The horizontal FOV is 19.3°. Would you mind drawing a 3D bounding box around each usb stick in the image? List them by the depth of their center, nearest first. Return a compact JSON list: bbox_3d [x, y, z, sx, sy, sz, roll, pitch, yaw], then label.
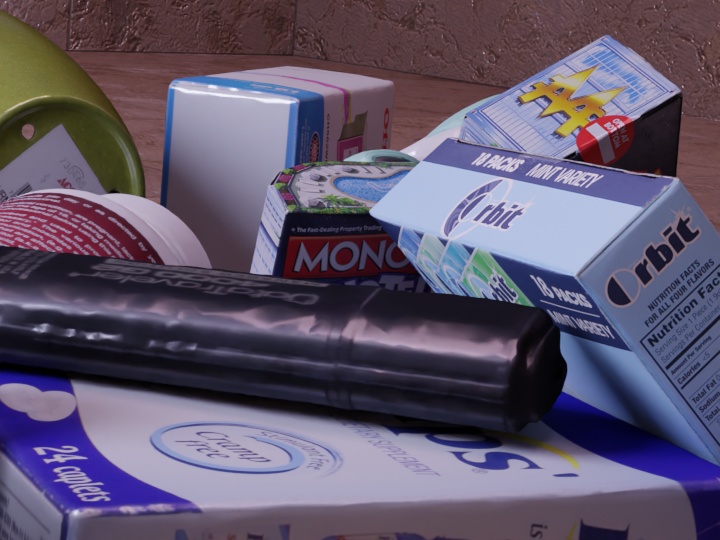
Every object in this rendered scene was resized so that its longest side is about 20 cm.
[{"bbox_3d":[-0.040,0.018,0.613,0.198,0.033,0.055,7,17,15],"label":"usb stick"}]

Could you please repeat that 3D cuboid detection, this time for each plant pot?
[{"bbox_3d":[-0.191,-0.046,1.060,0.186,0.189,0.200,-1,9,-32],"label":"plant pot"}]

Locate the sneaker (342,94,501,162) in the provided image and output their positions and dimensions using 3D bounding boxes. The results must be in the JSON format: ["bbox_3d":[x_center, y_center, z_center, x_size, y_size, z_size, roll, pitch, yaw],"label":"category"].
[{"bbox_3d":[0.000,0.000,0.937,0.140,0.078,0.200,-34,-5,37],"label":"sneaker"}]

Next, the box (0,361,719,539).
[{"bbox_3d":[-0.022,0.088,0.620,0.199,0.106,0.184,1,11,-26],"label":"box"}]

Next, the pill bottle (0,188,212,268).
[{"bbox_3d":[-0.131,0.032,0.813,0.112,0.114,0.200,8,17,18],"label":"pill bottle"}]

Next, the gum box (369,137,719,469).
[{"bbox_3d":[0.103,0.051,0.680,0.045,0.200,0.170,-41,19,-9],"label":"gum box"}]

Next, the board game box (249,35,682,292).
[{"bbox_3d":[0.041,0.010,0.810,0.199,0.201,0.062,0,26,-28],"label":"board game box"}]

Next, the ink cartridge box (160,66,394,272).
[{"bbox_3d":[-0.047,-0.044,1.277,0.084,0.146,0.200,7,10,15],"label":"ink cartridge box"}]
